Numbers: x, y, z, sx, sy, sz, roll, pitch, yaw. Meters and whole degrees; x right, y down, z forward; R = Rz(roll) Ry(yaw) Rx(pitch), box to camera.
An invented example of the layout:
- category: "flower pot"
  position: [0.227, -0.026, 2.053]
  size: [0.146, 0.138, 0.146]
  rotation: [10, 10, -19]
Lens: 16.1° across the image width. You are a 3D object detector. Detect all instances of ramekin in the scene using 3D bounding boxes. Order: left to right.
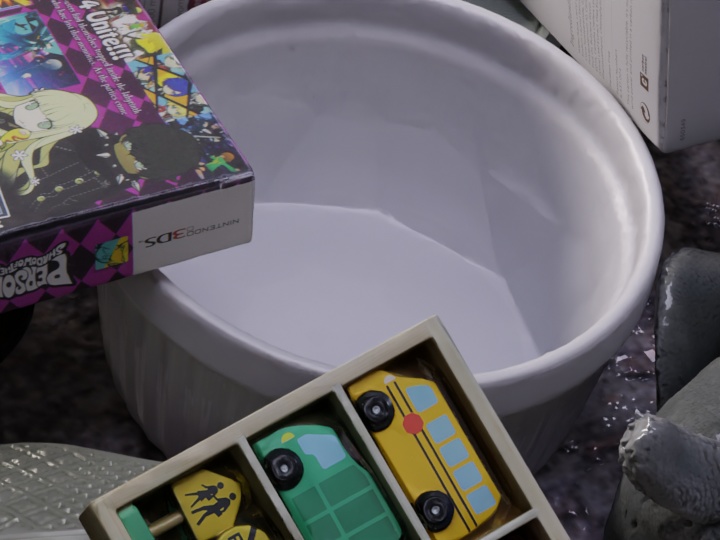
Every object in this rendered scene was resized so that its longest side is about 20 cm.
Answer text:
- category: "ramekin"
  position: [0.000, 0.000, 0.899]
  size: [0.200, 0.105, 0.201]
  rotation: [6, 46, -7]

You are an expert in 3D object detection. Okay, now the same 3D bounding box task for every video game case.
- category: "video game case"
  position: [-0.156, -0.059, 0.832]
  size: [0.181, 0.036, 0.200]
  rotation: [-17, 47, -21]

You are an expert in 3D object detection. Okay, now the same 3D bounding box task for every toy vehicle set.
- category: "toy vehicle set"
  position: [0.019, 0.129, 0.757]
  size: [0.124, 0.027, 0.200]
  rotation: [-29, 85, -20]

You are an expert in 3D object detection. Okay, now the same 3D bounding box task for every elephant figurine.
- category: "elephant figurine"
  position: [0.154, 0.049, 0.858]
  size: [0.141, 0.155, 0.200]
  rotation: [26, 54, -1]

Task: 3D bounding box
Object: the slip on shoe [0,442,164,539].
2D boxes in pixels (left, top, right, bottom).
- category: "slip on shoe"
  position: [-0.075, 0.096, 0.820]
  size: [0.199, 0.061, 0.074]
  rotation: [3, 23, 6]

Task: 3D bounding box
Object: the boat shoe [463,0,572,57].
- category: "boat shoe"
  position: [0.071, -0.109, 1.055]
  size: [0.075, 0.060, 0.200]
  rotation: [2, 35, 23]

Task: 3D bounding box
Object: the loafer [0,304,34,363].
- category: "loafer"
  position: [-0.203, 0.014, 0.860]
  size: [0.200, 0.071, 0.073]
  rotation: [-14, 52, -25]

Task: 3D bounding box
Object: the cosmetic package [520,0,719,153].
- category: "cosmetic package"
  position: [0.115, -0.135, 0.957]
  size: [0.107, 0.085, 0.200]
  rotation: [-16, 38, -17]

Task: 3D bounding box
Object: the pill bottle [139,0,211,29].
- category: "pill bottle"
  position: [-0.081, -0.135, 1.004]
  size: [0.199, 0.114, 0.114]
  rotation: [-2, 47, -15]
